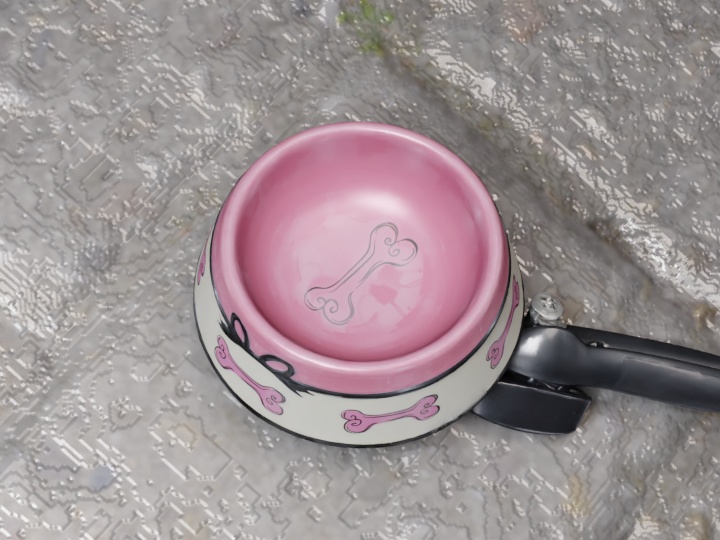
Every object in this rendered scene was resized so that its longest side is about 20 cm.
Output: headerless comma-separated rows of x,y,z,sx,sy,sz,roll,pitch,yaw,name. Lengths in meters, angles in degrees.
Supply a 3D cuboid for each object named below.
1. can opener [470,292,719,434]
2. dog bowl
0.159,0.060,1.623,0.200,0.079,0.063,6,27,-20,can opener
0.000,0.000,1.548,0.200,0.074,0.200,1,63,-1,dog bowl
